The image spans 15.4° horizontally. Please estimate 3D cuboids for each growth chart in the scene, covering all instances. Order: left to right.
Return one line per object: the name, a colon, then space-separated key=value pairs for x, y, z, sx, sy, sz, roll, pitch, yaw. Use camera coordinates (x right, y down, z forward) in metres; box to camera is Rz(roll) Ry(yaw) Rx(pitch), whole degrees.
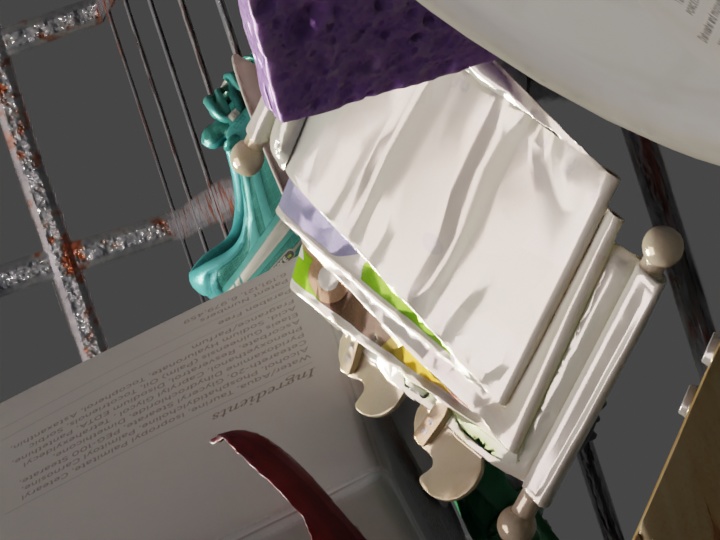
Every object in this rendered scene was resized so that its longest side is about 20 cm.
growth chart: x=0.025 y=-0.018 z=0.909 sx=0.200 sy=0.018 sz=0.145 roll=51 pitch=125 yaw=28

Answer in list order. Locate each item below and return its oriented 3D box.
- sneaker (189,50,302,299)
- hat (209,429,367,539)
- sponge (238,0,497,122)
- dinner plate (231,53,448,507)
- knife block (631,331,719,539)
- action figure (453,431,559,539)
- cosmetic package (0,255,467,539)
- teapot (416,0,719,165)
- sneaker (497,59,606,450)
sneaker: x=-0.032 y=-0.073 z=1.204 sx=0.078 sy=0.079 sz=0.202 roll=-112 pitch=31 yaw=-79
hat: x=0.071 y=0.130 z=0.885 sx=0.200 sy=0.165 sz=0.176 roll=55 pitch=-168 yaw=-22
sponge: x=-0.002 y=-0.156 z=0.829 sx=0.030 sy=0.111 sz=0.201 roll=-127 pitch=20 yaw=-70
dinner plate: x=0.000 y=0.000 z=1.070 sx=0.201 sy=0.024 sz=0.200 roll=64 pitch=-175 yaw=-9
knife block: x=0.142 y=0.130 z=0.730 sx=0.064 sy=0.175 sz=0.201 roll=97 pitch=-161 yaw=-70
action figure: x=0.047 y=0.053 z=1.176 sx=0.118 sy=0.054 sz=0.201 roll=87 pitch=167 yaw=-57
cosmetic package: x=-0.043 y=0.129 z=1.056 sx=0.200 sy=0.165 sz=0.168 roll=-109 pitch=-7 yaw=-65
teapot: x=0.058 y=-0.122 z=0.419 sx=0.200 sy=0.146 sz=0.197 roll=25 pitch=164 yaw=51
sneaker: x=0.031 y=-0.017 z=0.993 sx=0.066 sy=0.090 sz=0.201 roll=-130 pitch=23 yaw=-72
